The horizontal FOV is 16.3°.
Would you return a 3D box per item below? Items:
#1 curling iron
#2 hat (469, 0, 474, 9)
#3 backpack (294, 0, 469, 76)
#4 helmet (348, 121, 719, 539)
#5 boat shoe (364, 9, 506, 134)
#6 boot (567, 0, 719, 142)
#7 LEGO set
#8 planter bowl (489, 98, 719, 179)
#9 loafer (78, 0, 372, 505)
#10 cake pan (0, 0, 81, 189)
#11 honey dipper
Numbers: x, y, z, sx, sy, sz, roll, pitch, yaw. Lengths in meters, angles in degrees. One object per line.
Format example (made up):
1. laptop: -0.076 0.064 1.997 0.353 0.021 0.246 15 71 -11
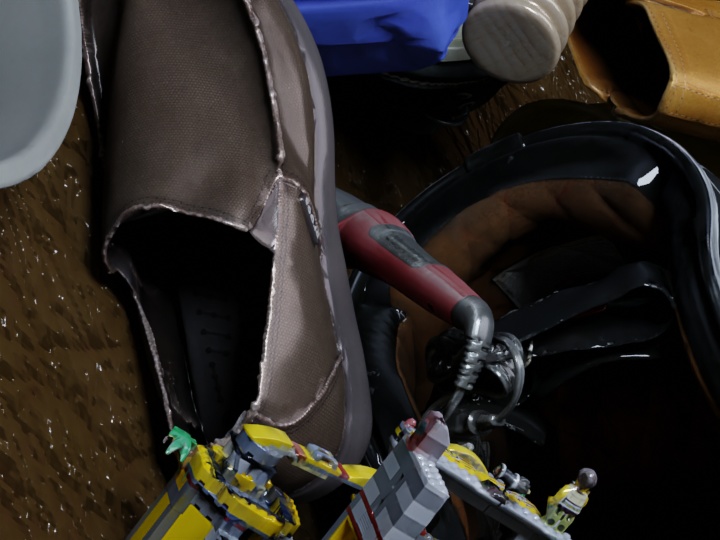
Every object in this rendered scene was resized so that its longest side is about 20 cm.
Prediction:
1. curling iron: 0.000 0.000 0.834 0.026 0.050 0.200 5 21 -28
2. hat: 0.066 -0.164 1.054 0.200 0.081 0.201 26 21 -11
3. backpack: -0.015 -0.173 0.912 0.200 0.162 0.168 -75 166 -57
4. helmet: 0.094 0.065 0.890 0.191 0.200 0.200 57 24 -32
5. boat shoe: 0.032 -0.092 1.062 0.199 0.074 0.066 -68 176 -72
6. boot: 0.145 -0.091 0.994 0.144 0.071 0.201 13 19 -16
7. LEGO set: 0.038 0.097 0.711 0.200 0.116 0.154 35 12 -13
8. planter bowl: 0.146 0.002 1.048 0.083 0.200 0.201 -30 100 -24
9. loafer: -0.047 -0.026 0.796 0.071 0.073 0.200 12 58 -65
10. cake pan: -0.148 -0.109 0.690 0.200 0.037 0.200 49 28 -37
11. honey dipper: 0.085 -0.145 0.971 0.038 0.038 0.200 56 39 -27
